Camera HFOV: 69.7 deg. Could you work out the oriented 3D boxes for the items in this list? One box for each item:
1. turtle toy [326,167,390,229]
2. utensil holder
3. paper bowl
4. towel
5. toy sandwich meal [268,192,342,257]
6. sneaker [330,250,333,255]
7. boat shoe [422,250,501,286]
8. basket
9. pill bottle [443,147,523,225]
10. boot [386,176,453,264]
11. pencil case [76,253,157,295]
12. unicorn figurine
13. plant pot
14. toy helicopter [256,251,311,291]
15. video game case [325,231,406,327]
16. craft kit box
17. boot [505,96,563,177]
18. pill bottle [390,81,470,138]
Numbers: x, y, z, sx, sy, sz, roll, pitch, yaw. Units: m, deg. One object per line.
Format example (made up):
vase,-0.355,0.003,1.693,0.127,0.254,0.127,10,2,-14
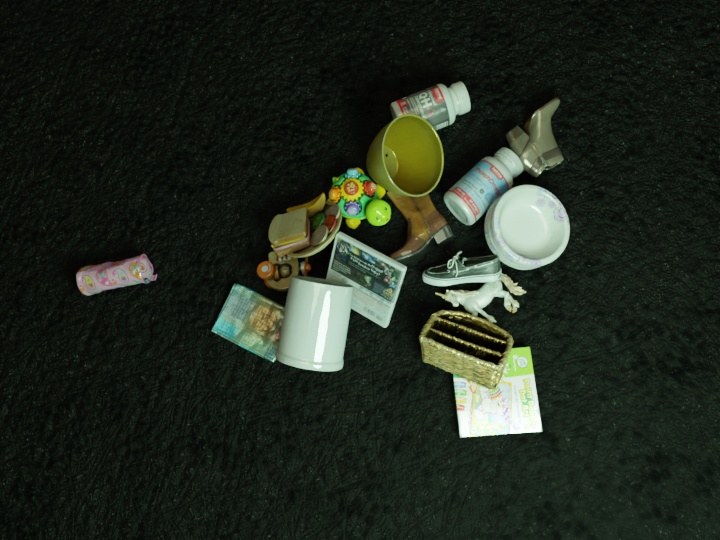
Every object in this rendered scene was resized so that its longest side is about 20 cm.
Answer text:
turtle toy,-0.001,-0.189,1.369,0.199,0.101,0.146,39,85,13
utensil holder,-0.109,0.124,1.260,0.168,0.170,0.202,10,94,9
paper bowl,0.405,-0.102,1.286,0.198,0.104,0.203,1,80,-7
towel,-0.283,0.137,1.377,0.198,0.022,0.148,25,83,11
toy sandwich meal,-0.142,-0.117,1.320,0.203,0.070,0.207,-20,44,21
sneaker,0.000,0.000,1.339,0.199,0.078,0.083,29,117,27
boat shoe,0.249,-0.007,1.291,0.197,0.074,0.069,-1,120,24
basket,0.250,0.162,1.203,0.198,0.149,0.144,20,65,20
pill bottle,0.319,-0.219,1.332,0.200,0.109,0.109,-43,77,-3
boot,0.121,-0.131,1.361,0.187,0.068,0.201,-30,74,5
pencil case,-0.670,0.014,1.421,0.198,0.087,0.088,-11,77,4
unicorn figurine,0.302,0.077,1.298,0.199,0.074,0.138,-29,66,-14
plant pot,0.095,-0.285,1.331,0.198,0.141,0.203,-1,92,-34
toy helicopter,-0.180,-0.037,1.376,0.131,0.079,0.202,13,68,16
video game case,0.006,0.024,1.295,0.199,0.023,0.183,29,125,20
craft kit box,0.326,0.295,1.257,0.195,0.049,0.202,-6,78,3
boot,0.486,-0.345,1.365,0.199,0.070,0.147,-37,83,-1
pill bottle,0.189,-0.432,1.391,0.198,0.111,0.112,-21,76,3
